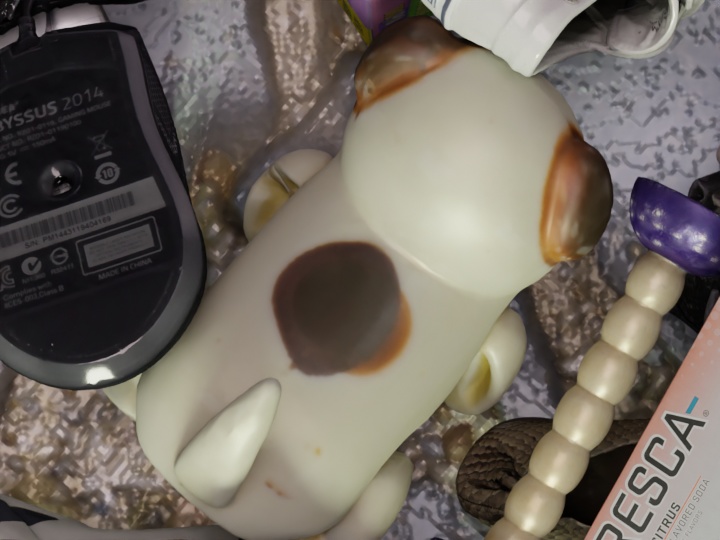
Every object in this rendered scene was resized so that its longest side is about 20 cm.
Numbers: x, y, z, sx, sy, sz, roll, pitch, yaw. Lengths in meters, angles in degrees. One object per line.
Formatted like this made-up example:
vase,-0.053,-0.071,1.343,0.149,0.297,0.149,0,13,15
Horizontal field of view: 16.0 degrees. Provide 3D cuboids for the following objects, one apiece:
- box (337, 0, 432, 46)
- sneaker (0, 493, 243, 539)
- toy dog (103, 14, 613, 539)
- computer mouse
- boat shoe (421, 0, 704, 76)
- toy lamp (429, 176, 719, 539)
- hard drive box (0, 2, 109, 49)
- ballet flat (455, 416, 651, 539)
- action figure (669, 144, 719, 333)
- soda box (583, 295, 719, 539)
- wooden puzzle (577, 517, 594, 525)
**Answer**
box,-0.013,-0.206,0.986,0.096,0.176,0.200,-35,86,-2
sneaker,-0.103,0.131,1.012,0.198,0.129,0.080,8,86,40
toy dog,0.000,0.000,0.965,0.139,0.194,0.200,41,93,17
computer mouse,-0.102,-0.038,0.948,0.138,0.053,0.201,-14,60,3
boat shoe,0.097,-0.110,0.978,0.065,0.200,0.074,48,130,15
toy lamp,0.075,0.066,0.938,0.058,0.058,0.201,31,90,4
hard drive box,-0.191,-0.110,1.032,0.155,0.077,0.201,-27,85,-2
ballet flat,0.130,0.078,0.968,0.199,0.046,0.068,-3,104,20
action figure,0.174,-0.029,0.989,0.102,0.201,0.119,-19,40,-34
soda box,0.132,0.084,0.908,0.068,0.063,0.201,33,100,30
wooden puzzle,0.163,0.144,0.978,0.184,0.037,0.201,-22,50,-1
